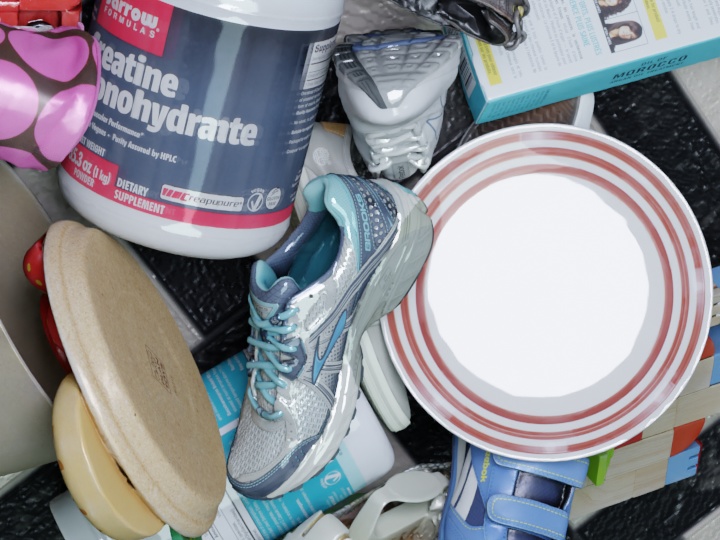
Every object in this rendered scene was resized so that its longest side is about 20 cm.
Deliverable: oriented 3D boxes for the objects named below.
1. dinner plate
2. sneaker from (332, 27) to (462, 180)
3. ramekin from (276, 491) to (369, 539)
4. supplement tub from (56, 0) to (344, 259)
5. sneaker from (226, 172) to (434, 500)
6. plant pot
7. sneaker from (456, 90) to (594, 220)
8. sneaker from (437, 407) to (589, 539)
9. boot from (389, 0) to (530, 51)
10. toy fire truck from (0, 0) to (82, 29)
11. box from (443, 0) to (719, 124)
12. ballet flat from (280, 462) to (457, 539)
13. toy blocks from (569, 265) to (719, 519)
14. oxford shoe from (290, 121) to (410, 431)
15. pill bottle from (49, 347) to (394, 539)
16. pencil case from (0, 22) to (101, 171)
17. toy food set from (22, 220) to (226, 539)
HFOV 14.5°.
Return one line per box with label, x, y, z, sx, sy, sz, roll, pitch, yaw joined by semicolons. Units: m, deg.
dinner plate;0.110;0.013;1.685;0.198;0.024;0.202;0;82;2
sneaker;0.025;-0.094;1.621;0.074;0.200;0.088;-3;96;4
ramekin;0.014;0.253;1.820;0.198;0.098;0.201;-6;113;-14
supplement tub;-0.088;-0.121;1.614;0.139;0.140;0.201;8;109;-19
sneaker;-0.040;0.033;1.626;0.086;0.077;0.201;21;93;-47
plant pot;-0.268;0.054;1.629;0.199;0.188;0.188;-25;117;11
sneaker;0.092;-0.031;1.758;0.085;0.073;0.201;21;99;-57
sneaker;0.095;0.129;1.703;0.074;0.201;0.082;18;141;-24
boot;0.089;-0.200;1.619;0.199;0.175;0.069;14;149;-13
toy fire truck;-0.252;-0.192;1.587;0.198;0.049;0.142;-2;113;-15
box;0.153;-0.157;1.702;0.199;0.049;0.083;-15;79;-10
ballet flat;-0.007;0.165;1.714;0.200;0.072;0.073;-25;120;-34
toy blocks;0.182;0.068;1.800;0.136;0.100;0.201;-16;132;-24
oxford shoe;0.000;0.000;1.709;0.057;0.075;0.201;-20;96;-8
pill bottle;-0.087;0.121;1.730;0.199;0.111;0.111;-29;117;-3
pencil case;-0.243;-0.122;1.546;0.199;0.091;0.094;18;61;-22
toy food set;-0.132;0.067;1.591;0.048;0.201;0.198;-25;160;10
